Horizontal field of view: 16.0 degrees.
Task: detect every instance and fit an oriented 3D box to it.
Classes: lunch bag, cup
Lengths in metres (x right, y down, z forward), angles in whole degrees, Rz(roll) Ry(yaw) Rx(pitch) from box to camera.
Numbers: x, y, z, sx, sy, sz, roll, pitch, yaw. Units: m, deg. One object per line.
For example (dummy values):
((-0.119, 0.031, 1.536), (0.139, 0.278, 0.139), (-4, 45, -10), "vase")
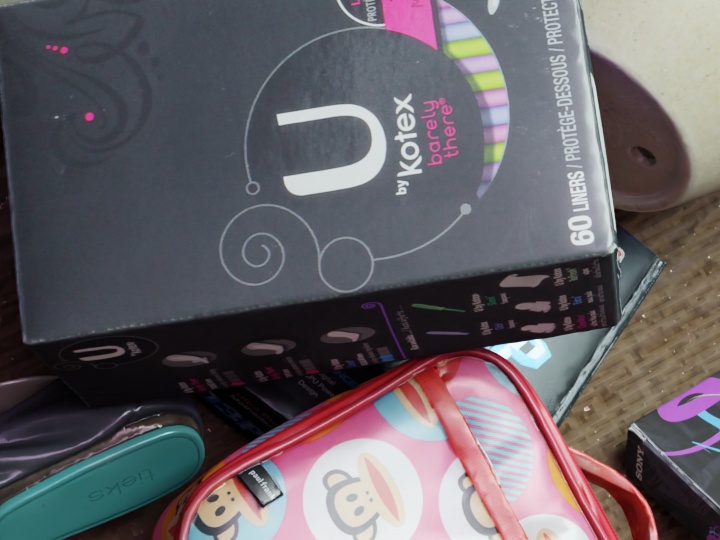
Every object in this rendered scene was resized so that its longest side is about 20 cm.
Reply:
((0.037, 0.134, 0.932), (0.175, 0.082, 0.201), (-28, 87, -19), "lunch bag")
((0.120, -0.109, 1.010), (0.200, 0.200, 0.144), (38, 65, -3), "cup")

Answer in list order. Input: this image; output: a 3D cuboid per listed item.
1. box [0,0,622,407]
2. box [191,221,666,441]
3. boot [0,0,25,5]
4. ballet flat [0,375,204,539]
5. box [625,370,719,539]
((-0.016, -0.034, 0.882), (0.198, 0.106, 0.123), (-9, 74, 5), "box")
((0.000, 0.000, 1.019), (0.200, 0.046, 0.159), (39, 65, -3), "box")
((-0.097, -0.173, 0.961), (0.180, 0.073, 0.201), (-1, 60, -16), "boot")
((-0.153, 0.085, 0.936), (0.199, 0.073, 0.073), (-27, 82, -18), "ballet flat")
((0.227, 0.070, 1.043), (0.199, 0.036, 0.143), (-27, 51, -24), "box")
